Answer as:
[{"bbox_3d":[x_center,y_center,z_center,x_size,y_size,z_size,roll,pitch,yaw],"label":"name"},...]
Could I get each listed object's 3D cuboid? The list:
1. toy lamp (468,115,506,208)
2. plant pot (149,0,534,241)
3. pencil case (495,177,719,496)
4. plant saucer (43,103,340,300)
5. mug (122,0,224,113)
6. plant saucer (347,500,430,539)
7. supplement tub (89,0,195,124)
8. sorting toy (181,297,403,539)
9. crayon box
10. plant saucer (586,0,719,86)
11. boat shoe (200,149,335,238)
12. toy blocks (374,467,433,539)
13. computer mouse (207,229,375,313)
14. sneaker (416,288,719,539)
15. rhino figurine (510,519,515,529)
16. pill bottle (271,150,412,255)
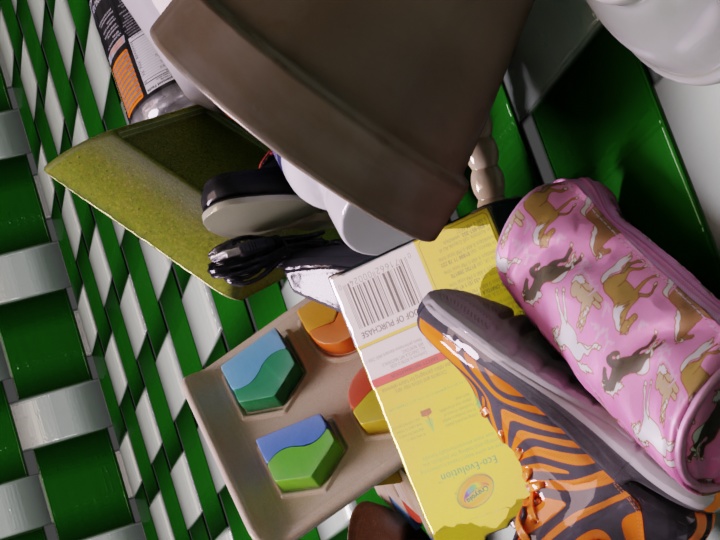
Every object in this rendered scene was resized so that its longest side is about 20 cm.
[{"bbox_3d":[0.083,-0.042,0.994,0.058,0.058,0.202,-173,72,-71],"label":"toy lamp"},{"bbox_3d":[0.011,-0.144,0.889,0.174,0.199,0.200,-54,34,8],"label":"plant pot"},{"bbox_3d":[0.143,0.026,0.820,0.083,0.086,0.200,48,-179,-37],"label":"pencil case"},{"bbox_3d":[-0.118,-0.071,1.296,0.199,0.199,0.048,34,118,17],"label":"plant saucer"},{"bbox_3d":[-0.107,-0.222,1.352,0.149,0.186,0.154,-33,80,38],"label":"mug"},{"bbox_3d":[0.047,0.276,1.272,0.200,0.036,0.202,-20,-90,-76],"label":"plant saucer"},{"bbox_3d":[-0.181,-0.200,1.560,0.123,0.121,0.202,115,137,-63],"label":"supplement tub"},{"bbox_3d":[-0.024,0.087,1.190,0.186,0.199,0.037,57,179,43],"label":"sorting toy"},{"bbox_3d":[0.074,0.073,0.958,0.126,0.051,0.202,-23,86,33],"label":"crayon box"},{"bbox_3d":[0.129,-0.181,0.747,0.200,0.050,0.202,164,90,-72],"label":"plant saucer"},{"bbox_3d":[-0.053,-0.064,1.191,0.073,0.201,0.064,-22,83,34],"label":"boat shoe"},{"bbox_3d":[0.032,0.143,1.243,0.200,0.100,0.137,40,163,40],"label":"toy blocks"},{"bbox_3d":[0.000,0.000,1.148,0.199,0.138,0.053,21,108,31],"label":"computer mouse"},{"bbox_3d":[0.093,0.103,0.875,0.200,0.077,0.113,38,111,18],"label":"sneaker"},{"bbox_3d":[0.120,0.147,1.019,0.200,0.059,0.088,-153,61,-63],"label":"rhino figurine"},{"bbox_3d":[-0.011,-0.113,1.114,0.120,0.119,0.201,97,153,-49],"label":"pill bottle"}]
